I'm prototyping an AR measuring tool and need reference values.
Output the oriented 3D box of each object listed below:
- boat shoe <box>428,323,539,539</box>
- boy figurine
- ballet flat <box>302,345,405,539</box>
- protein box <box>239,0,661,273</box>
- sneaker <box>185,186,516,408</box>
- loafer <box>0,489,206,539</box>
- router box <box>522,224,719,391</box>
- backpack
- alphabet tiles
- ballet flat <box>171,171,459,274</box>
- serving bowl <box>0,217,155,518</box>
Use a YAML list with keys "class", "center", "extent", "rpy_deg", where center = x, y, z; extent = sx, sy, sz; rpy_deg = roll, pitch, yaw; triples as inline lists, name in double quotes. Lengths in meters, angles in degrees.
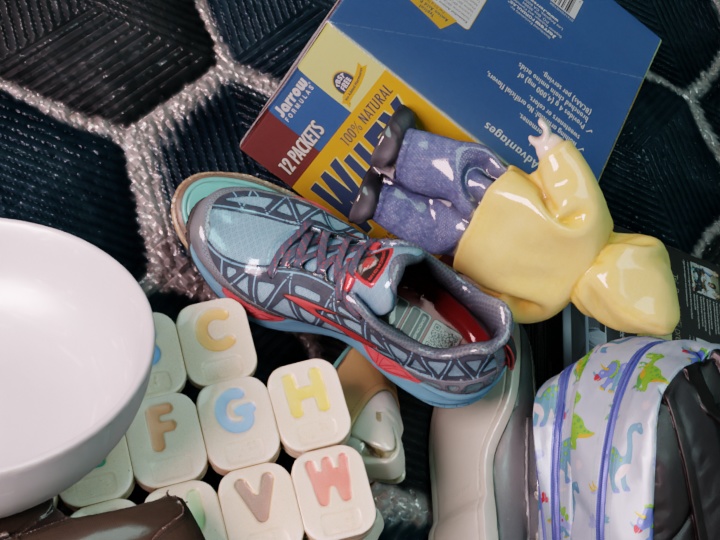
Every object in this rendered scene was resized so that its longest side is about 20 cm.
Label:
- class: "boat shoe"
  center: [0.084, 0.122, 0.861]
  extent: [0.061, 0.072, 0.202]
  rpy_deg: [27, 54, -29]
- class: "boy figurine"
  center: [0.096, -0.026, 0.816]
  extent: [0.198, 0.126, 0.065]
  rpy_deg: [23, 29, 4]
- class: "ballet flat"
  center: [-0.007, 0.123, 0.798]
  extent: [0.201, 0.062, 0.069]
  rpy_deg: [-63, 146, -35]
- class: "protein box"
  center: [0.064, -0.119, 0.946]
  extent: [0.198, 0.135, 0.201]
  rpy_deg: [37, 49, -7]
- class: "sneaker"
  center: [0.000, 0.000, 0.782]
  extent: [0.198, 0.096, 0.080]
  rpy_deg: [25, 68, -4]
- class: "loafer"
  center: [-0.164, 0.147, 0.677]
  extent: [0.197, 0.074, 0.072]
  rpy_deg: [-1, 49, -16]
- class: "router box"
  center: [0.186, 0.072, 0.958]
  extent: [0.155, 0.052, 0.202]
  rpy_deg: [20, 54, -20]
- class: "backpack"
  center: [0.171, 0.138, 0.805]
  extent: [0.161, 0.153, 0.203]
  rpy_deg: [-9, 109, -37]
- class: "alphabet tiles"
  center: [-0.096, 0.112, 0.738]
  extent: [0.197, 0.015, 0.198]
  rpy_deg: [-12, 67, -11]
- class: "ballet flat"
  center: [-0.027, -0.001, 0.867]
  extent: [0.198, 0.065, 0.071]
  rpy_deg: [26, 81, -15]
- class: "serving bowl"
  center: [-0.199, 0.056, 0.696]
  extent: [0.197, 0.067, 0.201]
  rpy_deg: [3, 36, -2]
